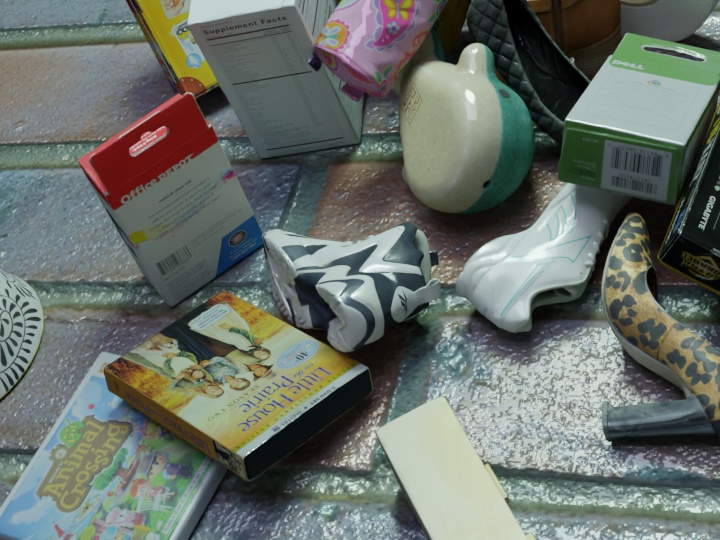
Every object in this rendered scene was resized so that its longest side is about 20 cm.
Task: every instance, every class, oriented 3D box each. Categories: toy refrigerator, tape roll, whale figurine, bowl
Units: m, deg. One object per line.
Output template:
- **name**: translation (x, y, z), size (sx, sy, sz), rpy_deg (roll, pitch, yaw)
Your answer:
- **toy refrigerator**: translation (0.086, 0.195, 1.202), size (0.069, 0.076, 0.201), rpy_deg (-26, 45, -3)
- **tape roll**: translation (0.251, -0.302, 1.497), size (0.201, 0.204, 0.037), rpy_deg (20, 58, 34)
- **whale figurine**: translation (0.093, -0.140, 1.474), size (0.103, 0.160, 0.201), rpy_deg (7, 37, -29)
- **bowl**: translation (-0.413, 0.048, 1.524), size (0.198, 0.095, 0.202), rpy_deg (-12, 45, 12)

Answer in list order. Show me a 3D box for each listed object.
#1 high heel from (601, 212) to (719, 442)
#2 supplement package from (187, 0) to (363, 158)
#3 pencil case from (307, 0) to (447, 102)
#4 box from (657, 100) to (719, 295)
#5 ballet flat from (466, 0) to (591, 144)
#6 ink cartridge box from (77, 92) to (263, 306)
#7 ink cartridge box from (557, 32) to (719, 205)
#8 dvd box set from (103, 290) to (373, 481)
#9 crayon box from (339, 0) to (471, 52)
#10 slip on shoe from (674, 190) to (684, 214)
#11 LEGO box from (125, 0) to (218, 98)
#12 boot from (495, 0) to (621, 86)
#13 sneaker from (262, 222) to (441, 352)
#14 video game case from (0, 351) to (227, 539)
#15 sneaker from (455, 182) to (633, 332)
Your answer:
- **high heel**: translation (0.266, 0.040, 1.266), size (0.141, 0.071, 0.202), rpy_deg (-7, 64, 25)
- **supplement package**: translation (-0.077, -0.220, 1.548), size (0.112, 0.201, 0.110), rpy_deg (-7, 53, 16)
- **pencil case**: translation (0.038, -0.254, 1.470), size (0.087, 0.087, 0.201), rpy_deg (28, 82, 38)
- **box**: translation (0.346, -0.055, 1.293), size (0.159, 0.049, 0.201), rpy_deg (28, 58, 0)
- **ballet flat**: translation (0.171, -0.177, 1.448), size (0.066, 0.200, 0.057), rpy_deg (-46, 5, -25)
- **ink cartridge box**: translation (-0.178, -0.076, 1.466), size (0.116, 0.201, 0.067), rpy_deg (-34, 46, -12)
- **ink cartridge box**: translation (0.250, -0.134, 1.379), size (0.103, 0.060, 0.200), rpy_deg (14, 34, 18)
- **dvd box set**: translation (-0.107, 0.094, 1.371), size (0.146, 0.030, 0.199), rpy_deg (-33, 40, -30)
- **crayon box**: translation (0.041, -0.281, 1.580), size (0.198, 0.127, 0.051), rpy_deg (23, 81, 6)
- **slip on shoe**: translation (0.343, -0.095, 1.372), size (0.200, 0.061, 0.074), rpy_deg (-40, 46, -18)
- **LEGO box**: translation (-0.137, -0.293, 1.673), size (0.199, 0.150, 0.077), rpy_deg (-30, 21, -7)
- **boot**: translation (0.147, -0.234, 1.508), size (0.198, 0.156, 0.074), rpy_deg (-19, 40, 2)
- **sneaker**: translation (0.000, 0.000, 1.421), size (0.128, 0.080, 0.199), rpy_deg (-18, 20, -22)
- **video game case**: translation (-0.202, 0.168, 1.380), size (0.180, 0.022, 0.201), rpy_deg (10, 54, 29)
- **sneaker**: translation (0.179, -0.019, 1.374), size (0.200, 0.071, 0.080), rpy_deg (-39, 63, -11)
